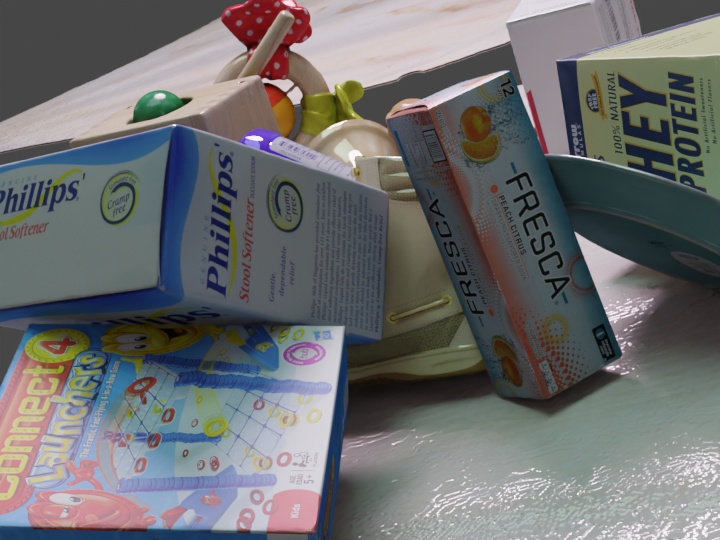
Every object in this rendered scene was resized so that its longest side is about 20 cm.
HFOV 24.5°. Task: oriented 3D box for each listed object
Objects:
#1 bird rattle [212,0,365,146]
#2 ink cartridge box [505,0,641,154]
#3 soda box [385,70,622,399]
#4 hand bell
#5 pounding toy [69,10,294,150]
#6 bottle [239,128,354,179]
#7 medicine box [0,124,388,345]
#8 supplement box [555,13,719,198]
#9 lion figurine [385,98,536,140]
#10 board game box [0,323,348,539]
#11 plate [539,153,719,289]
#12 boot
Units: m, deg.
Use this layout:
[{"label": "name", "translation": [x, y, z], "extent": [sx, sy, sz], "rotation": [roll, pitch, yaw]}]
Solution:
[{"label": "bird rattle", "translation": [-0.085, -0.183, 1.721], "extent": [0.163, 0.200, 0.113], "rotation": [-43, 20, 0]}, {"label": "ink cartridge box", "translation": [0.208, -0.197, 1.536], "extent": [0.084, 0.145, 0.200], "rotation": [-11, 20, 20]}, {"label": "soda box", "translation": [0.091, -0.021, 1.052], "extent": [0.068, 0.200, 0.064], "rotation": [-26, 10, -23]}, {"label": "hand bell", "translation": [0.025, -0.045, 1.407], "extent": [0.104, 0.104, 0.200], "rotation": [-22, 31, -11]}, {"label": "pounding toy", "translation": [-0.136, -0.104, 1.495], "extent": [0.184, 0.200, 0.142], "rotation": [-8, 21, 33]}, {"label": "bottle", "translation": [-0.005, -0.046, 1.292], "extent": [0.200, 0.065, 0.084], "rotation": [23, 8, 6]}, {"label": "medicine box", "translation": [-0.113, -0.010, 1.054], "extent": [0.182, 0.103, 0.200], "rotation": [-8, -15, 40]}, {"label": "supplement box", "translation": [0.285, -0.107, 1.183], "extent": [0.200, 0.134, 0.200], "rotation": [-19, 16, -35]}, {"label": "lion figurine", "translation": [0.076, -0.128, 1.493], "extent": [0.122, 0.073, 0.200], "rotation": [29, 8, 33]}, {"label": "board game box", "translation": [-0.111, 0.104, 0.931], "extent": [0.195, 0.056, 0.200], "rotation": [0, 30, 4]}, {"label": "plate", "translation": [0.195, -0.023, 1.071], "extent": [0.200, 0.200, 0.026], "rotation": [11, 76, 55]}, {"label": "boot", "translation": [0.000, 0.000, 1.137], "extent": [0.200, 0.156, 0.073], "rotation": [-6, 0, 26]}]
